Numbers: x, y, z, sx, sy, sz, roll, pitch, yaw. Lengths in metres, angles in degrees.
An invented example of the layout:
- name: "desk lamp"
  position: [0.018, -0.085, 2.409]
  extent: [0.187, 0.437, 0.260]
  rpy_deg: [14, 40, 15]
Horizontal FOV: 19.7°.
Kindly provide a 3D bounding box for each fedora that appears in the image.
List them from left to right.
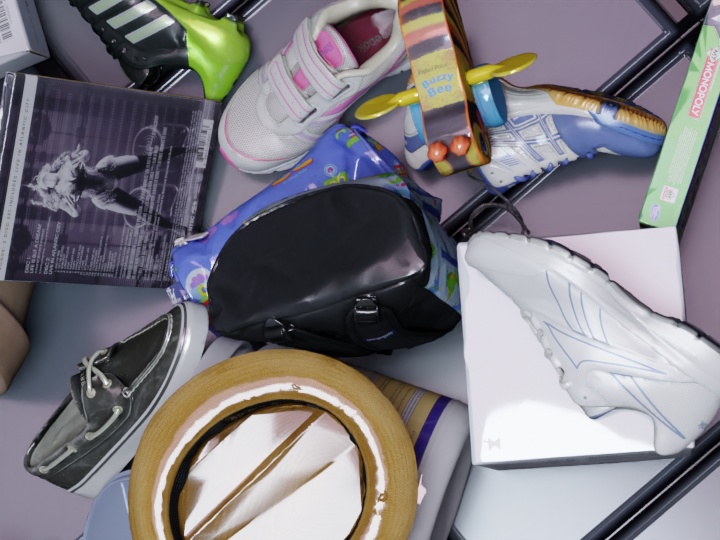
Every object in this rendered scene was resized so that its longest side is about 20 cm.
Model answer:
- name: "fedora"
  position: [-0.057, 0.150, 1.400]
  extent: [0.200, 0.082, 0.202]
  rpy_deg: [0, 85, 5]

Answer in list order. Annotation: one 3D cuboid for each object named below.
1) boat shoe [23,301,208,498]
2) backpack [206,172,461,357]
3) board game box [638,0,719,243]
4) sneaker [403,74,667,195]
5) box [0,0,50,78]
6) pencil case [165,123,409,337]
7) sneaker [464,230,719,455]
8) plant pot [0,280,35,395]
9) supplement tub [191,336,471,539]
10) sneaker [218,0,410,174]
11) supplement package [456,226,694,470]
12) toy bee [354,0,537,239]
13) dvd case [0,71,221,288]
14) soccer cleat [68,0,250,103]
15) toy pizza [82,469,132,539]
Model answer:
- name: "boat shoe"
  position: [-0.182, 0.094, 1.535]
  extent: [0.063, 0.071, 0.200]
  rpy_deg: [23, 122, -27]
- name: "backpack"
  position: [0.000, 0.000, 1.442]
  extent: [0.163, 0.200, 0.154]
  rpy_deg: [-17, 64, 19]
- name: "board game box"
  position: [0.247, -0.116, 1.504]
  extent: [0.029, 0.135, 0.201]
  rpy_deg: [18, 87, 10]
- name: "sneaker"
  position: [0.129, -0.098, 1.561]
  extent: [0.199, 0.075, 0.089]
  rpy_deg: [11, 99, 15]
- name: "box"
  position: [-0.359, -0.206, 1.640]
  extent: [0.199, 0.041, 0.157]
  rpy_deg: [-21, 80, 15]
- name: "pencil case"
  position: [-0.056, -0.031, 1.568]
  extent: [0.200, 0.078, 0.087]
  rpy_deg: [-37, 101, 2]
- name: "sneaker"
  position: [0.146, 0.043, 1.329]
  extent: [0.200, 0.074, 0.087]
  rpy_deg: [34, 94, 11]
- name: "plant pot"
  position: [-0.313, -0.028, 1.569]
  extent: [0.200, 0.200, 0.175]
  rpy_deg: [24, 69, 11]
- name: "supplement tub"
  position: [-0.027, 0.137, 1.510]
  extent: [0.199, 0.145, 0.146]
  rpy_deg: [19, 86, 11]
- name: "sneaker"
  position: [-0.031, -0.154, 1.574]
  extent: [0.200, 0.088, 0.081]
  rpy_deg: [-41, 79, 2]
- name: "supplement package"
  position: [0.156, 0.060, 1.463]
  extent: [0.150, 0.200, 0.153]
  rpy_deg: [-5, 83, 8]
- name: "toy bee"
  position: [0.073, -0.115, 1.481]
  extent: [0.131, 0.109, 0.200]
  rpy_deg: [-38, 85, 14]
- name: "dvd case"
  position: [-0.192, -0.063, 1.532]
  extent: [0.016, 0.200, 0.149]
  rpy_deg: [17, 99, 42]
- name: "soccer cleat"
  position: [-0.182, -0.193, 1.617]
  extent: [0.199, 0.068, 0.081]
  rpy_deg: [25, 98, 10]
- name: "toy pizza"
  position: [-0.141, 0.242, 1.513]
  extent: [0.032, 0.200, 0.201]
  rpy_deg: [-11, 78, -37]
